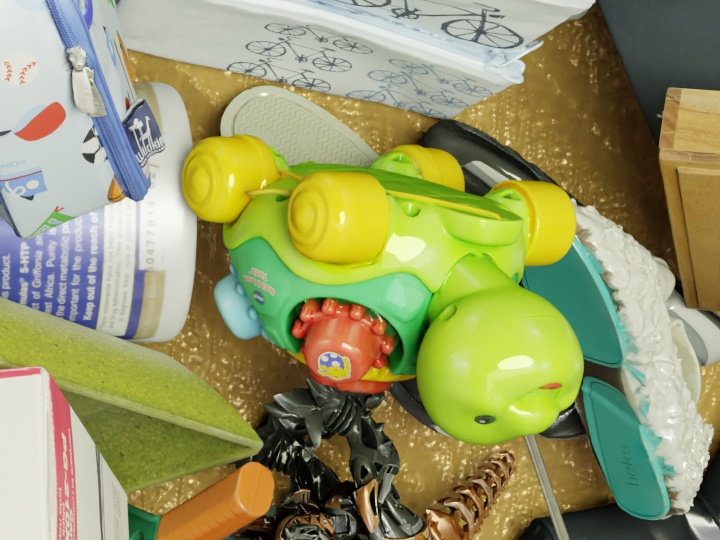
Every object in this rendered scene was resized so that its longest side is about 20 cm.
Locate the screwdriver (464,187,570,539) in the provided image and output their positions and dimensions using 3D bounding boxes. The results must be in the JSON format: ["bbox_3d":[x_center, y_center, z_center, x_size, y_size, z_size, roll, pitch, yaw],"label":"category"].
[{"bbox_3d":[0.066,0.056,1.048,0.029,0.028,0.200,-16,75,13],"label":"screwdriver"}]

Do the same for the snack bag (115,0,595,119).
[{"bbox_3d":[-0.012,-0.111,1.003,0.188,0.200,0.021,13,77,-18],"label":"snack bag"}]

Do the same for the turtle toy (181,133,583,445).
[{"bbox_3d":[0.017,0.007,0.971,0.146,0.200,0.101,1,104,-39],"label":"turtle toy"}]

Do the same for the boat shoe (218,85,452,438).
[{"bbox_3d":[0.000,0.000,1.094,0.200,0.068,0.072,48,64,-2],"label":"boat shoe"}]

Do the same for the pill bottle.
[{"bbox_3d":[-0.180,-0.025,1.021,0.200,0.120,0.120,-1,108,-15],"label":"pill bottle"}]

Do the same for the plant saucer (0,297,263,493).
[{"bbox_3d":[-0.178,0.063,1.015,0.200,0.048,0.200,-19,155,30],"label":"plant saucer"}]

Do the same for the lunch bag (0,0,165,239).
[{"bbox_3d":[-0.141,-0.120,0.920,0.075,0.200,0.160,-18,141,-3],"label":"lunch bag"}]

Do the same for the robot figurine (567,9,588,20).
[{"bbox_3d":[0.019,-0.172,1.026,0.200,0.113,0.170,12,133,-19],"label":"robot figurine"}]

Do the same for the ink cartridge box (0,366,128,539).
[{"bbox_3d":[-0.181,0.114,0.961,0.145,0.200,0.084,-6,70,1],"label":"ink cartridge box"}]

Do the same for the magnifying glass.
[{"bbox_3d":[-0.098,0.130,1.069,0.022,0.200,0.080,26,56,-24],"label":"magnifying glass"}]

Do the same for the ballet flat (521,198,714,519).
[{"bbox_3d":[0.125,0.032,1.086,0.072,0.072,0.200,-25,127,-5],"label":"ballet flat"}]

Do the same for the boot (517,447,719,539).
[{"bbox_3d":[0.168,0.126,1.181,0.168,0.076,0.200,-8,118,-15],"label":"boot"}]

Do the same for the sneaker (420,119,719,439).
[{"bbox_3d":[0.083,0.021,1.130,0.200,0.075,0.116,36,99,-23],"label":"sneaker"}]

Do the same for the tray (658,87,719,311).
[{"bbox_3d":[0.189,-0.023,1.018,0.099,0.200,0.037,6,73,13],"label":"tray"}]

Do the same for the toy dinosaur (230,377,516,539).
[{"bbox_3d":[-0.009,0.126,1.108,0.102,0.200,0.136,-31,80,31],"label":"toy dinosaur"}]

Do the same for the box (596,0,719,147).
[{"bbox_3d":[0.185,-0.190,1.007,0.197,0.124,0.200,-46,120,-39],"label":"box"}]

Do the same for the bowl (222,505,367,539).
[{"bbox_3d":[-0.050,0.229,1.148,0.201,0.105,0.201,-4,109,-12],"label":"bowl"}]
